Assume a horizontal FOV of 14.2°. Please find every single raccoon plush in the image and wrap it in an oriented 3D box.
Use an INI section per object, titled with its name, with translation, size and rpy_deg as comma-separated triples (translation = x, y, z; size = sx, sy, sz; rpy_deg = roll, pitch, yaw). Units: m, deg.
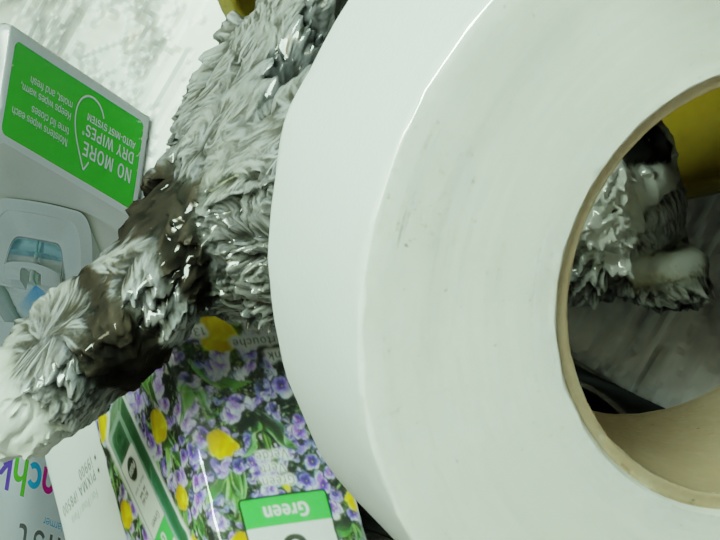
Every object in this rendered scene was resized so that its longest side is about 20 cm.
[raccoon plush]
translation = 0.000, 0.000, 0.807
size = 0.200, 0.134, 0.097
rpy_deg = -38, 34, 16

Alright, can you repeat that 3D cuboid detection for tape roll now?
[tape roll]
translation = 0.082, -0.004, 0.681
size = 0.203, 0.202, 0.071
rpy_deg = -58, 24, 2

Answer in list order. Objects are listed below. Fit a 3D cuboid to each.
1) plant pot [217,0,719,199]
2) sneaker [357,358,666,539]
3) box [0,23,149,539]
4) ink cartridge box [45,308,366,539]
[plant pot]
translation = 0.064, -0.137, 0.834
size = 0.199, 0.200, 0.142
rpy_deg = -10, 48, 26
[sneaker]
translation = 0.030, 0.045, 0.829
size = 0.199, 0.106, 0.075
rpy_deg = 15, 83, 32
[box]
translation = -0.186, 0.020, 0.962
size = 0.199, 0.097, 0.177
rpy_deg = 0, 73, 28
[ink cartridge box]
translation = -0.036, 0.112, 0.842
size = 0.109, 0.050, 0.201
rpy_deg = -45, 55, 55
